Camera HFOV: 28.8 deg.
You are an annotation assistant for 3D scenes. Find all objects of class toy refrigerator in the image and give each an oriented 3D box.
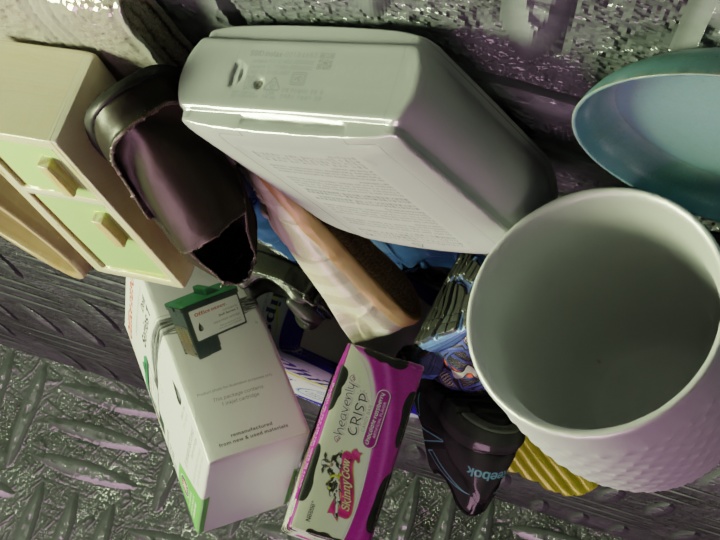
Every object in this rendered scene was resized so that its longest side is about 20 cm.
[{"bbox_3d":[-0.172,-0.061,0.905,0.076,0.070,0.200,11,158,21],"label":"toy refrigerator"}]

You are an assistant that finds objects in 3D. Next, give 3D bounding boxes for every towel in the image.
[{"bbox_3d":[-0.161,-0.133,0.872,0.132,0.035,0.200,12,166,20],"label":"towel"}]

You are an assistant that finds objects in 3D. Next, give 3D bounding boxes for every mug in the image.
[{"bbox_3d":[0.181,0.045,0.816,0.199,0.148,0.175,-23,148,13],"label":"mug"}]

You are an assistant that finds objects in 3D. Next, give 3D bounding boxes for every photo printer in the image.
[{"bbox_3d":[0.014,-0.069,0.818,0.166,0.070,0.200,8,165,36],"label":"photo printer"}]

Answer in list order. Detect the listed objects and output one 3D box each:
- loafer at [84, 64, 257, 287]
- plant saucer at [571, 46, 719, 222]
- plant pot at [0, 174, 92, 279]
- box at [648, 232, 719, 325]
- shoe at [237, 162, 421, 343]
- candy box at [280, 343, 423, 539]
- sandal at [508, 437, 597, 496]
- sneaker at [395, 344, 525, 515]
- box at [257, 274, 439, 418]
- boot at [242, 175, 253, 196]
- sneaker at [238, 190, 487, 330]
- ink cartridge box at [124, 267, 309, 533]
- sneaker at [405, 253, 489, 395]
[{"bbox_3d":[-0.100,-0.053,0.855,0.071,0.073,0.200,55,179,28],"label":"loafer"},{"bbox_3d":[0.204,-0.062,0.691,0.199,0.028,0.200,17,168,4],"label":"plant saucer"},{"bbox_3d":[-0.261,-0.086,1.025,0.200,0.093,0.201,32,169,7],"label":"plant pot"},{"bbox_3d":[0.209,0.049,0.954,0.192,0.048,0.200,14,144,23],"label":"box"},{"bbox_3d":[-0.034,-0.026,0.943,0.053,0.070,0.200,-26,118,25],"label":"shoe"},{"bbox_3d":[-0.010,0.139,1.052,0.061,0.137,0.200,18,167,0],"label":"candy box"},{"bbox_3d":[0.144,0.125,1.127,0.200,0.087,0.080,1,125,61],"label":"sandal"},{"bbox_3d":[0.067,0.116,1.087,0.075,0.080,0.200,6,-163,-13],"label":"sneaker"},{"bbox_3d":[-0.032,0.052,1.248,0.184,0.105,0.200,27,163,-34],"label":"box"},{"bbox_3d":[-0.145,-0.059,1.067,0.090,0.073,0.200,27,165,-14],"label":"boot"},{"bbox_3d":[0.000,0.000,1.036,0.199,0.112,0.077,16,167,6],"label":"sneaker"},{"bbox_3d":[-0.118,0.080,1.098,0.084,0.201,0.146,-15,153,-19],"label":"ink cartridge box"},{"bbox_3d":[0.084,0.043,0.971,0.078,0.076,0.200,26,169,3],"label":"sneaker"}]
